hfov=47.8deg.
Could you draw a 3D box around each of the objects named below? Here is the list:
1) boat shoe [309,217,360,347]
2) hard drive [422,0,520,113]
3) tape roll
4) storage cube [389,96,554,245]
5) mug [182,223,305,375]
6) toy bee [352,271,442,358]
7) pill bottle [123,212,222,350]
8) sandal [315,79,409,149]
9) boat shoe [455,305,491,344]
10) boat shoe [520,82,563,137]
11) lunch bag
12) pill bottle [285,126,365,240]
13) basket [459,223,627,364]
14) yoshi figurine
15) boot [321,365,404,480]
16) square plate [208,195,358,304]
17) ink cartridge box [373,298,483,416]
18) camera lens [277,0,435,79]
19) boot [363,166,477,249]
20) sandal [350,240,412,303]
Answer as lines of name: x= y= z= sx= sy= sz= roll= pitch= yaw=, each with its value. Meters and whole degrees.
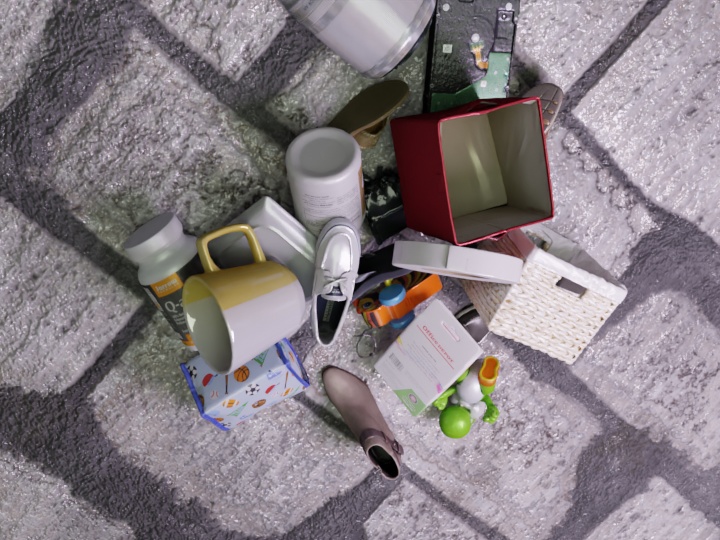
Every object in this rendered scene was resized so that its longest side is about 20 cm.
boat shoe: x=-0.037 y=0.022 z=1.232 sx=0.072 sy=0.066 sz=0.204 roll=2 pitch=119 yaw=-8
hard drive: x=0.173 y=-0.338 z=1.288 sx=0.137 sy=0.038 sz=0.204 roll=-1 pitch=111 yaw=-11
tape roll: x=0.145 y=-0.012 z=1.228 sx=0.199 sy=0.202 sz=0.038 roll=10 pitch=88 yaw=-15
storage cube: x=0.162 y=-0.152 z=1.213 sx=0.168 sy=0.179 sz=0.204 roll=-16 pitch=106 yaw=-17
mug: x=-0.165 y=0.042 z=1.210 sx=0.151 sy=0.149 sz=0.190 roll=-21 pitch=131 yaw=-33
toy bee: x=0.039 y=0.052 z=1.390 sx=0.197 sy=0.108 sz=0.134 roll=-18 pitch=112 yaw=-33
pill bottle: x=-0.280 y=0.017 z=1.290 sx=0.115 sy=0.117 sz=0.202 roll=-30 pitch=115 yaw=1
sandal: x=-0.004 y=-0.219 z=1.292 sx=0.210 sy=0.078 sz=0.070 roll=-32 pitch=138 yaw=9
boat shoe: x=0.173 y=0.136 z=1.461 sx=0.200 sy=0.061 sz=0.072 roll=-38 pitch=115 yaw=4
boat shoe: x=0.267 y=-0.216 z=1.341 sx=0.076 sy=0.071 sz=0.202 roll=41 pitch=111 yaw=21
lunch bag: x=-0.184 y=0.181 z=1.362 sx=0.168 sy=0.125 sz=0.201 roll=-29 pitch=153 yaw=0
pill bottle: x=-0.049 y=-0.111 z=1.255 sx=0.112 sy=0.116 sz=0.202 roll=-14 pitch=144 yaw=-6
basket: x=0.299 y=0.025 z=1.370 sx=0.195 sy=0.201 sz=0.163 roll=23 pitch=108 yaw=-19
yoshi figurine: x=0.187 y=0.234 z=1.453 sx=0.110 sy=0.114 sz=0.202 roll=-12 pitch=141 yaw=-12
boot: x=0.008 y=0.272 z=1.434 sx=0.070 sy=0.147 sz=0.200 roll=-39 pitch=113 yaw=8
square plate: x=-0.135 y=-0.010 z=1.297 sx=0.199 sy=0.029 sz=0.197 roll=41 pitch=136 yaw=-22
ink cartridge box: x=0.122 y=0.136 z=1.355 sx=0.118 sy=0.067 sz=0.201 roll=49 pitch=130 yaw=13
camera lens: x=-0.002 y=-0.389 z=1.164 sx=0.199 sy=0.160 sz=0.161 roll=35 pitch=101 yaw=-22
boot: x=0.093 y=-0.091 z=1.350 sx=0.160 sy=0.074 sz=0.201 roll=-25 pitch=114 yaw=1
sandal: x=0.000 y=-0.001 z=1.348 sx=0.198 sy=0.077 sz=0.043 roll=-28 pitch=139 yaw=15
